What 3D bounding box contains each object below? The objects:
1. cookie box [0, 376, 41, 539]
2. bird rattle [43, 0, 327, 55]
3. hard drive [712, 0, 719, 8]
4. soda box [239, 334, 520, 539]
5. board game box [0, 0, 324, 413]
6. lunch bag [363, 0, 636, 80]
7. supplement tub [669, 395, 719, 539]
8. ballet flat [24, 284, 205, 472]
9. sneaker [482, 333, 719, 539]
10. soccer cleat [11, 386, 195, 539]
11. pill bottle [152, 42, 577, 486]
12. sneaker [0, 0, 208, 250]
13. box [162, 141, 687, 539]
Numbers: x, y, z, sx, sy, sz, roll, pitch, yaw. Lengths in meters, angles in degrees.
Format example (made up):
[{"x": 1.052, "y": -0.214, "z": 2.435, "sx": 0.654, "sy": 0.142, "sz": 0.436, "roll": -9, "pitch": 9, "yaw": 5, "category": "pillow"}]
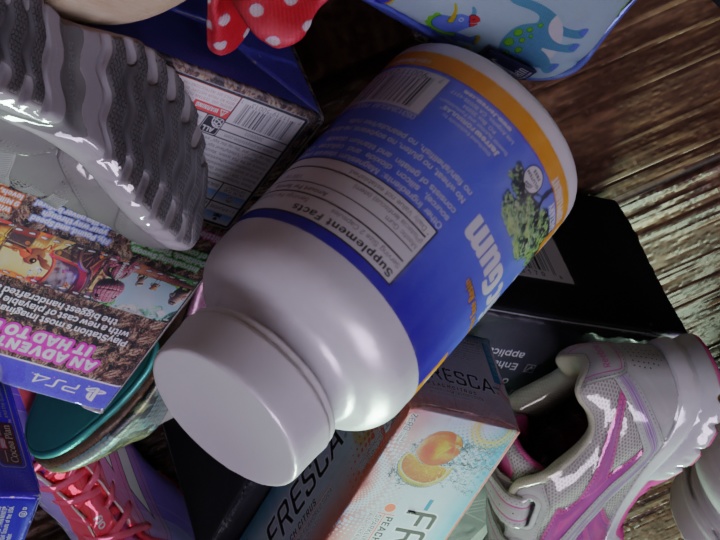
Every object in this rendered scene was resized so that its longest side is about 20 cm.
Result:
[{"x": -0.268, "y": 0.070, "z": 1.318, "sx": 0.199, "sy": 0.172, "sz": 0.076, "roll": 4, "pitch": 128, "yaw": -24, "category": "cookie box"}, {"x": -0.086, "y": -0.170, "z": 1.184, "sx": 0.162, "sy": 0.113, "sz": 0.201, "roll": -25, "pitch": 137, "yaw": -19, "category": "bird rattle"}, {"x": 0.249, "y": -0.141, "z": 1.308, "sx": 0.199, "sy": 0.135, "sz": 0.042, "roll": -28, "pitch": 159, "yaw": -38, "category": "hard drive"}, {"x": -0.001, "y": 0.118, "z": 1.377, "sx": 0.063, "sy": 0.069, "sz": 0.201, "roll": 14, "pitch": 127, "yaw": -27, "category": "soda box"}, {"x": -0.143, "y": -0.052, "z": 1.302, "sx": 0.159, "sy": 0.097, "sz": 0.200, "roll": 19, "pitch": 123, "yaw": -35, "category": "board game box"}, {"x": 0.080, "y": -0.190, "z": 1.274, "sx": 0.160, "sy": 0.083, "sz": 0.200, "roll": 27, "pitch": 117, "yaw": -36, "category": "lunch bag"}, {"x": 0.275, "y": 0.084, "z": 1.569, "sx": 0.144, "sy": 0.145, "sz": 0.201, "roll": 12, "pitch": 127, "yaw": -31, "category": "supplement tub"}, {"x": -0.091, "y": 0.023, "z": 1.404, "sx": 0.071, "sy": 0.069, "sz": 0.201, "roll": 18, "pitch": 109, "yaw": -43, "category": "ballet flat"}, {"x": 0.092, "y": 0.105, "z": 1.400, "sx": 0.088, "sy": 0.082, "sz": 0.201, "roll": 15, "pitch": 117, "yaw": -30, "category": "sneaker"}, {"x": -0.142, "y": 0.116, "z": 1.479, "sx": 0.066, "sy": 0.077, "sz": 0.200, "roll": -32, "pitch": 136, "yaw": 10, "category": "soccer cleat"}, {"x": 0.000, "y": 0.000, "z": 1.265, "sx": 0.200, "sy": 0.112, "sz": 0.112, "roll": -48, "pitch": 145, "yaw": -28, "category": "pill bottle"}, {"x": -0.138, "y": -0.067, "z": 1.186, "sx": 0.082, "sy": 0.075, "sz": 0.200, "roll": -11, "pitch": 147, "yaw": 33, "category": "sneaker"}, {"x": 0.028, "y": 0.056, "z": 1.461, "sx": 0.195, "sy": 0.118, "sz": 0.201, "roll": 10, "pitch": 127, "yaw": -28, "category": "box"}]
